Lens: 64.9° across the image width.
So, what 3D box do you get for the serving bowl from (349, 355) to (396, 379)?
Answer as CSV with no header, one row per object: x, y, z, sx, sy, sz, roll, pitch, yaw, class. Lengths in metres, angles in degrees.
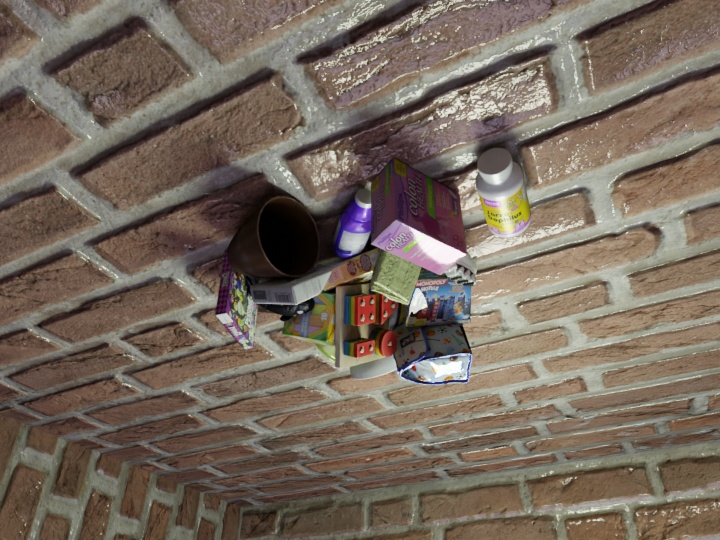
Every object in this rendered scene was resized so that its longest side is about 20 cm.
0.055,0.246,1.647,0.195,0.067,0.200,-18,-174,2,serving bowl

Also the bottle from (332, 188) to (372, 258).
-0.012,-0.111,1.359,0.081,0.067,0.202,-1,145,-17,bottle

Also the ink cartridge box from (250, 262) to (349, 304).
-0.140,0.031,1.356,0.160,0.059,0.198,-3,-171,43,ink cartridge box

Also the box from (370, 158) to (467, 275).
0.127,-0.117,1.256,0.197,0.179,0.097,22,140,-26,box

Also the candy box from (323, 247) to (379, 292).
0.000,0.000,1.454,0.196,0.057,0.115,-21,168,9,candy box

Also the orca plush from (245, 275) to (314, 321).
-0.215,0.061,1.421,0.197,0.107,0.071,28,-179,18,orca plush

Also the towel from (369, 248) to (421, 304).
0.096,-0.030,1.365,0.036,0.205,0.147,9,168,46,towel

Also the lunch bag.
0.183,0.213,1.528,0.194,0.171,0.126,-4,123,-5,lunch bag

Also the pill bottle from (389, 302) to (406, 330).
0.170,0.127,1.642,0.195,0.115,0.113,9,144,-11,pill bottle

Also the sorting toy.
0.026,0.138,1.454,0.068,0.206,0.196,4,-174,40,sorting toy

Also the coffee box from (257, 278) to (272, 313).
-0.221,0.034,1.549,0.110,0.081,0.202,5,144,-8,coffee box

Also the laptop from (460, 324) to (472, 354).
0.221,0.217,1.732,0.182,0.119,0.201,7,156,-8,laptop

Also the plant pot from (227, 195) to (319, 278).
-0.229,-0.057,1.364,0.197,0.191,0.185,-17,142,42,plant pot

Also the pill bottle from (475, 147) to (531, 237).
0.311,-0.171,1.242,0.102,0.106,0.201,-13,142,18,pill bottle

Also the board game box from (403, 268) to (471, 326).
0.216,0.045,1.496,0.195,0.062,0.204,-1,120,-18,board game box

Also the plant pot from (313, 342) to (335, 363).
-0.025,0.132,1.611,0.189,0.203,0.199,-36,132,25,plant pot

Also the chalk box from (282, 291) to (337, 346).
-0.121,0.126,1.492,0.196,0.127,0.124,3,167,35,chalk box

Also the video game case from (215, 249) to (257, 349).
-0.323,0.077,1.508,0.035,0.204,0.183,-9,143,11,video game case

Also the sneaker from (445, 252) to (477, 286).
0.211,-0.037,1.384,0.198,0.083,0.075,30,163,-27,sneaker
